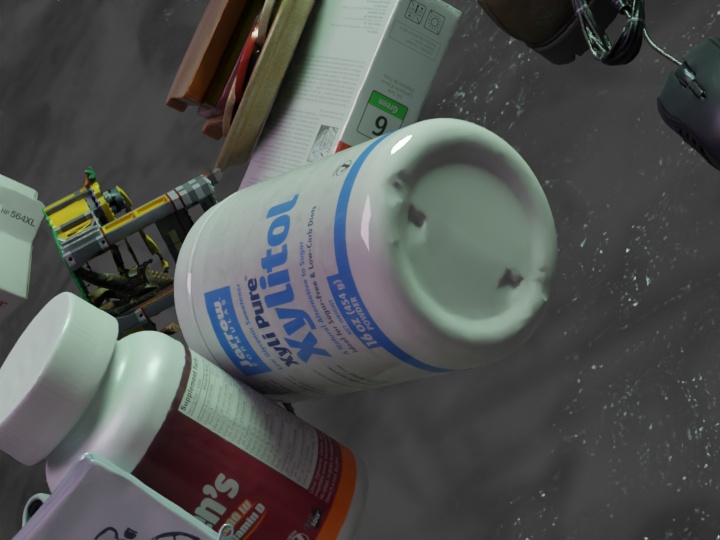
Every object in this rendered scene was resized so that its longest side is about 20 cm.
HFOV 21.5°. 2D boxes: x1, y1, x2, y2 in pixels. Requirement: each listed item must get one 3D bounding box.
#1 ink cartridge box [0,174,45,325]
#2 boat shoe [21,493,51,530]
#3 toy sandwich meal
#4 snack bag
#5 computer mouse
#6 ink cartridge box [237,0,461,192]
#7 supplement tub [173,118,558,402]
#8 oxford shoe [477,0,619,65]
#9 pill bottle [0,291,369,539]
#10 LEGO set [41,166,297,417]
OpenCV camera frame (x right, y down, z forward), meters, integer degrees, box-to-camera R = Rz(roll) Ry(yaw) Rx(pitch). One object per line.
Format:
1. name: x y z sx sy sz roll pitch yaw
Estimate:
1. ink cartridge box: -0.375 -0.008 1.650 0.200 0.128 0.125 -40 38 38
2. boat shoe: -0.195 0.228 1.247 0.070 0.071 0.201 -49 33 26
3. toy sandwich meal: -0.080 -0.161 1.293 0.205 0.070 0.206 -158 90 -85
4. snack bag: -0.116 0.202 1.027 0.189 0.200 0.021 -46 13 30
5. computer mouse: 0.154 -0.108 0.948 0.059 0.034 0.200 -57 38 15
6. ink cartridge box: -0.017 -0.086 1.214 0.109 0.050 0.200 18 86 60
7. supplement tub: 0.000 0.000 1.043 0.200 0.132 0.132 -18 54 52
8. oxford shoe: 0.133 -0.213 1.033 0.200 0.084 0.073 -57 29 11
9. pill bottle: -0.102 0.102 1.046 0.110 0.200 0.110 -47 22 25
10. LEGO set: -0.106 0.016 1.185 0.116 0.200 0.154 -27 7 -6
